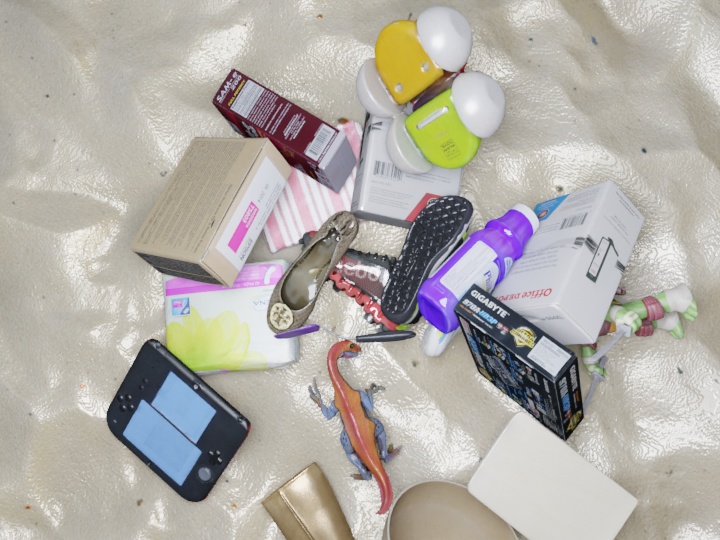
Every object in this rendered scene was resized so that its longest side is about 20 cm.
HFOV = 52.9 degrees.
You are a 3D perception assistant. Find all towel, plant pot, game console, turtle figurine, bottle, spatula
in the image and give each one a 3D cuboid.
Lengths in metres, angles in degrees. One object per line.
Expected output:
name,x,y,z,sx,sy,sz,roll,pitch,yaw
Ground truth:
towel,-0.071,-0.127,1.101,0.196,0.030,0.150,-20,86,3
plant pot,0.106,0.408,0.974,0.197,0.201,0.136,28,126,6
game console,-0.269,0.222,1.047,0.199,0.031,0.178,38,117,6
turtle figurine,0.361,0.100,0.990,0.189,0.201,0.147,-13,119,-1
bottle,0.160,-0.008,0.962,0.065,0.084,0.200,37,69,27
spatula,-0.021,0.089,1.001,0.194,0.057,0.021,3,78,2

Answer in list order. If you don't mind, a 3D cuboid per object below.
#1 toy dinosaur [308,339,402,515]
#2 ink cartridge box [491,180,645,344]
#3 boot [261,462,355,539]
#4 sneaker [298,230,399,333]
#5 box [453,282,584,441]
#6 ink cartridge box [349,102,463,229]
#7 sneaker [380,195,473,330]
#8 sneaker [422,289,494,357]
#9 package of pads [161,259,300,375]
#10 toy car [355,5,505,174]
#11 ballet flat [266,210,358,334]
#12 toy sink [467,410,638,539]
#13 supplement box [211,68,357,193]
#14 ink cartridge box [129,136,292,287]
toy dinosaur,0.003,0.196,1.010,0.103,0.200,0.185,-25,115,-13
ink cartridge box,0.270,-0.004,0.964,0.084,0.145,0.202,39,66,-19
boot,-0.081,0.411,1.038,0.173,0.066,0.202,-33,84,-11
sneaker,0.000,0.000,1.061,0.200,0.071,0.098,42,89,5
box,0.206,0.121,0.925,0.046,0.201,0.158,-45,54,-11
ink cartridge box,0.072,-0.168,1.048,0.143,0.083,0.205,11,86,-11
sneaker,0.094,-0.010,1.004,0.071,0.082,0.202,35,95,33
sneaker,0.167,0.047,1.030,0.103,0.076,0.203,29,76,-2
package of pads,-0.190,0.073,1.071,0.195,0.068,0.159,-6,84,5
toy car,0.104,-0.237,0.951,0.173,0.149,0.203,-26,95,42
ballet flat,-0.069,0.003,1.007,0.067,0.046,0.202,37,95,7
toy sink,0.251,0.295,0.994,0.198,0.112,0.132,36,89,2
supplement box,-0.106,-0.198,1.037,0.198,0.109,0.062,33,84,14
ink cartridge box,-0.210,-0.088,1.022,0.162,0.075,0.203,10,64,37
